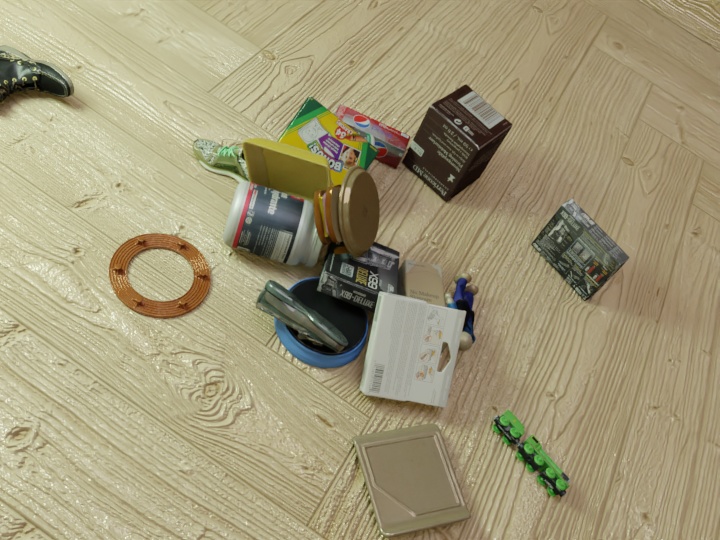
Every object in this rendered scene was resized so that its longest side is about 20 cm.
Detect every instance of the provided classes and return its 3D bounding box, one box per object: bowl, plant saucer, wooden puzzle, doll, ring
[{"bbox_3d":[-0.076,0.102,1.529,0.198,0.039,0.202,11,52,-15],"label":"bowl"},{"bbox_3d":[-0.142,-0.198,1.590,0.198,0.201,0.049,19,60,12],"label":"plant saucer"},{"bbox_3d":[0.092,0.387,1.392,0.183,0.037,0.201,-3,52,-25],"label":"wooden puzzle"},{"bbox_3d":[0.221,0.094,1.623,0.137,0.048,0.201,54,30,-32],"label":"doll"},{"bbox_3d":[-0.394,0.004,1.481,0.198,0.019,0.202,11,51,-14],"label":"ring"}]

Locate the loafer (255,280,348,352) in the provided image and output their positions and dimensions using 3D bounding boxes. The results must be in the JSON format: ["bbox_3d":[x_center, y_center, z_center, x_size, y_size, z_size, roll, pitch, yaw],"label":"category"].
[{"bbox_3d":[-0.116,0.101,1.458,0.199,0.063,0.072,38,8,6],"label":"loafer"}]

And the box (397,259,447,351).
[{"bbox_3d":[0.127,0.083,1.603,0.094,0.078,0.202,9,52,-15],"label":"box"}]

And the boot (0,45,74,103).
[{"bbox_3d":[-0.735,-0.397,1.602,0.198,0.073,0.151,27,48,3],"label":"boot"}]

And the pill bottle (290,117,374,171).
[{"bbox_3d":[-0.075,-0.291,1.777,0.198,0.113,0.114,12,51,-14],"label":"pill bottle"}]

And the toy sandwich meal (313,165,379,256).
[{"bbox_3d":[-0.024,-0.119,1.544,0.069,0.206,0.206,2,44,24],"label":"toy sandwich meal"}]

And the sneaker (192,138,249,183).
[{"bbox_3d":[-0.280,-0.255,1.678,0.198,0.089,0.077,27,49,-1],"label":"sneaker"}]

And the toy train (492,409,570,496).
[{"bbox_3d":[0.346,0.367,1.510,0.200,0.042,0.056,48,41,16],"label":"toy train"}]

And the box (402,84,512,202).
[{"bbox_3d":[0.240,-0.318,1.874,0.166,0.201,0.164,43,51,12],"label":"box"}]

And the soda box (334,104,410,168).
[{"bbox_3d":[0.020,-0.337,1.880,0.198,0.070,0.064,25,50,-5],"label":"soda box"}]

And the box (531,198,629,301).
[{"bbox_3d":[0.530,-0.049,1.823,0.050,0.158,0.200,-27,68,-36],"label":"box"}]

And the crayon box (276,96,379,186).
[{"bbox_3d":[-0.087,-0.259,1.690,0.199,0.058,0.173,36,89,-15],"label":"crayon box"}]

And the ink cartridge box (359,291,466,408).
[{"bbox_3d":[0.103,0.158,1.484,0.174,0.045,0.202,12,91,-13],"label":"ink cartridge box"}]

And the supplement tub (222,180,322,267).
[{"bbox_3d":[-0.177,-0.094,1.566,0.198,0.141,0.141,17,50,-10],"label":"supplement tub"}]

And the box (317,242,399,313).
[{"bbox_3d":[0.000,0.000,1.584,0.156,0.050,0.201,22,31,-7],"label":"box"}]
